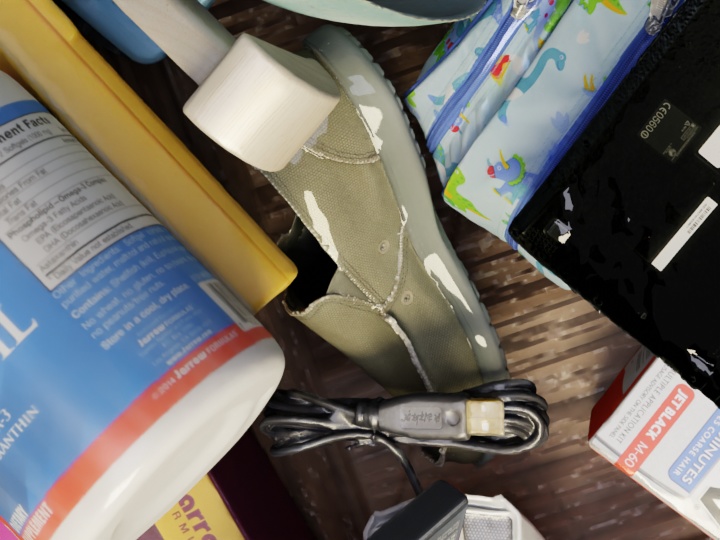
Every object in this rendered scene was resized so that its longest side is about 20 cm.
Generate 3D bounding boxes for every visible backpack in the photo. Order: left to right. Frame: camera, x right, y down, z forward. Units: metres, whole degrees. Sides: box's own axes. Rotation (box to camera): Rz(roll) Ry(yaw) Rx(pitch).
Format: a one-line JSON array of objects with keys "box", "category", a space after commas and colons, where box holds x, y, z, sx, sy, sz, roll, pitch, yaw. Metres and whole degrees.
[{"box": [0.112, -0.088, 1.019, 0.154, 0.163, 0.200, 25, 110, 11], "category": "backpack"}]

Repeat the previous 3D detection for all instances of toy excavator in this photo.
[{"box": [-0.085, -0.119, 1.006, 0.194, 0.200, 0.100, 41, 104, -1], "category": "toy excavator"}]

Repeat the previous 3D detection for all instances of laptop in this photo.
[{"box": [0.190, -0.027, 0.967, 0.200, 0.103, 0.177, 39, 113, 4], "category": "laptop"}]

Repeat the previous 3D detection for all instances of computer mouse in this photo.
[{"box": [0.037, 0.111, 1.085, 0.109, 0.044, 0.200, -8, 133, 13], "category": "computer mouse"}]

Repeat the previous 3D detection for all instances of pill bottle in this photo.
[{"box": [-0.131, 0.000, 0.939, 0.200, 0.112, 0.112, 44, 103, 9], "category": "pill bottle"}]

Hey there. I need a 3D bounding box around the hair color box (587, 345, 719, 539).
[{"box": [0.202, 0.080, 1.077, 0.200, 0.064, 0.111, 36, 102, -2], "category": "hair color box"}]

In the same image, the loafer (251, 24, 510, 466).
[{"box": [0.000, 0.000, 1.057, 0.070, 0.075, 0.200, -28, 119, -9], "category": "loafer"}]

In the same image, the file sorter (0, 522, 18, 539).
[{"box": [-0.225, 0.041, 1.046, 0.139, 0.125, 0.200, -40, 64, 7], "category": "file sorter"}]

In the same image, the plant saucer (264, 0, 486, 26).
[{"box": [-0.044, -0.144, 0.962, 0.201, 0.201, 0.039, 39, 115, -1], "category": "plant saucer"}]

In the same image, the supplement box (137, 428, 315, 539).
[{"box": [-0.128, 0.132, 1.119, 0.200, 0.086, 0.110, -28, 96, 12], "category": "supplement box"}]

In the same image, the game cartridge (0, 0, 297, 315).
[{"box": [-0.110, -0.058, 1.037, 0.032, 0.176, 0.200, -41, 94, -10], "category": "game cartridge"}]

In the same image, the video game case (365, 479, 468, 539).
[{"box": [-0.023, 0.185, 1.047, 0.019, 0.143, 0.200, 34, 139, 23], "category": "video game case"}]
